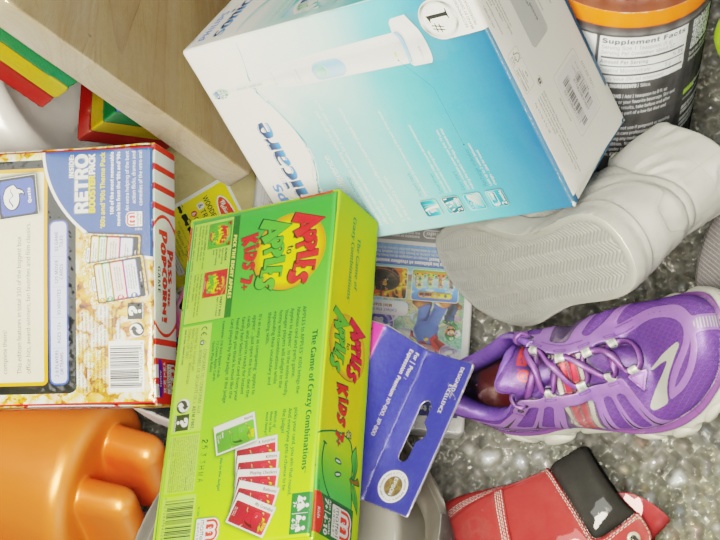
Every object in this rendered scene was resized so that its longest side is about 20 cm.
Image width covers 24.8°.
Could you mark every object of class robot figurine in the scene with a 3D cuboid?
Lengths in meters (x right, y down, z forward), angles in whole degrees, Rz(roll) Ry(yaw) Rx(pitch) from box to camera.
[{"bbox_3d":[-0.216,0.120,1.020,0.199,0.117,0.144,13,92,19],"label":"robot figurine"}]

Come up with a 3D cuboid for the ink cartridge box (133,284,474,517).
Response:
[{"bbox_3d":[-0.038,0.066,0.944,0.200,0.037,0.095,16,74,35],"label":"ink cartridge box"}]

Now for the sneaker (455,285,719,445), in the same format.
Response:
[{"bbox_3d":[0.124,0.060,0.918,0.200,0.083,0.081,-23,66,46],"label":"sneaker"}]

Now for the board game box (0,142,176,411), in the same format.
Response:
[{"bbox_3d":[-0.210,0.007,0.960,0.199,0.046,0.152,-1,84,9],"label":"board game box"}]

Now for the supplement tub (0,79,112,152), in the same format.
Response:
[{"bbox_3d":[-0.279,-0.086,1.074,0.200,0.145,0.145,-23,68,23],"label":"supplement tub"}]

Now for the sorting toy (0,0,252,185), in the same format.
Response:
[{"bbox_3d":[-0.162,-0.164,1.035,0.070,0.199,0.200,-31,43,28],"label":"sorting toy"}]

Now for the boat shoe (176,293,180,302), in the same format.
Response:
[{"bbox_3d":[-0.188,0.025,1.038,0.199,0.066,0.070,19,77,-4],"label":"boat shoe"}]

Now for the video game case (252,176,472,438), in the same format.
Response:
[{"bbox_3d":[0.000,0.000,1.028,0.143,0.018,0.201,5,73,-1],"label":"video game case"}]

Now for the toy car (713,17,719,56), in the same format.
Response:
[{"bbox_3d":[0.306,-0.153,0.929,0.200,0.175,0.150,-29,70,5],"label":"toy car"}]

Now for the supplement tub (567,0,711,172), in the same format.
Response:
[{"bbox_3d":[0.148,-0.149,0.949,0.107,0.200,0.107,-1,48,1],"label":"supplement tub"}]

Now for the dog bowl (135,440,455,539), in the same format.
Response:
[{"bbox_3d":[-0.035,0.171,0.934,0.200,0.059,0.200,-16,48,18],"label":"dog bowl"}]

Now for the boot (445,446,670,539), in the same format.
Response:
[{"bbox_3d":[0.124,0.205,0.927,0.144,0.072,0.200,-23,65,6],"label":"boot"}]

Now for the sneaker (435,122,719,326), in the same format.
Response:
[{"bbox_3d":[0.134,-0.028,0.949,0.115,0.200,0.074,-35,104,-25],"label":"sneaker"}]

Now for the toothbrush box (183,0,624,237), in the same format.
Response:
[{"bbox_3d":[0.023,-0.103,0.920,0.200,0.147,0.085,-10,32,38],"label":"toothbrush box"}]

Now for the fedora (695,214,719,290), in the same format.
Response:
[{"bbox_3d":[0.249,0.015,0.920,0.090,0.177,0.201,10,92,49],"label":"fedora"}]

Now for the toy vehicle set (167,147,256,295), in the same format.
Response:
[{"bbox_3d":[-0.107,-0.018,1.082,0.124,0.027,0.200,-29,68,5],"label":"toy vehicle set"}]

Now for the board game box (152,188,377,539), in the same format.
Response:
[{"bbox_3d":[-0.050,0.062,0.901,0.101,0.048,0.201,-10,61,27],"label":"board game box"}]
